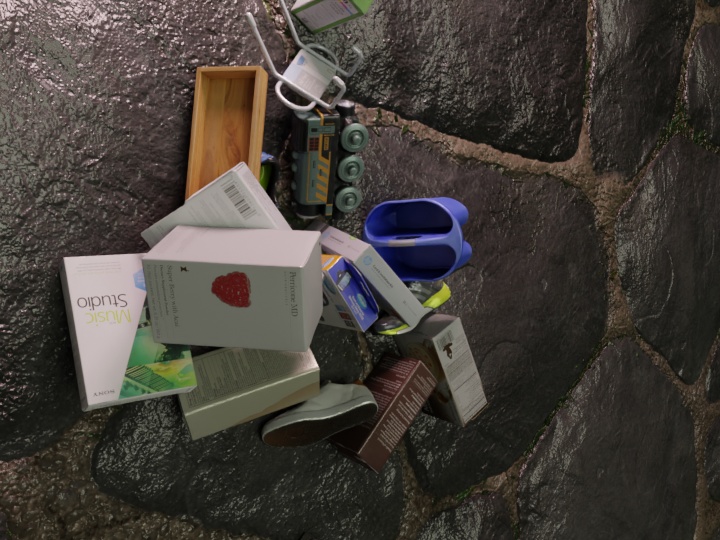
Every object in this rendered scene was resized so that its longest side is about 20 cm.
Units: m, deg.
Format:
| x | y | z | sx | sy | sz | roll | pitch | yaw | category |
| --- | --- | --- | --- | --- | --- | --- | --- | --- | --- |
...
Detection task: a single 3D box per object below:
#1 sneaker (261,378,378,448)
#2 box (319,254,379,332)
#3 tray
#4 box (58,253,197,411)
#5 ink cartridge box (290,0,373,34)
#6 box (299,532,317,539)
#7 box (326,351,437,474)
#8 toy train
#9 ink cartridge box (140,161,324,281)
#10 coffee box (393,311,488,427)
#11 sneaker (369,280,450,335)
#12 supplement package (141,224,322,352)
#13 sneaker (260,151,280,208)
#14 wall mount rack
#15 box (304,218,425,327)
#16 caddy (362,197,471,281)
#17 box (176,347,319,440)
| x | y | z | sx | sy | sz | roll | pitch | yaw | category |
| --- | --- | --- | --- | --- | --- | --- | --- | --- | --- |
| -0.076 | 0.239 | 1.107 | 0.200 | 0.085 | 0.073 | -13 | 130 | -17 | sneaker |
| -0.057 | 0.031 | 1.004 | 0.041 | 0.200 | 0.119 | -43 | 117 | -26 | box |
| -0.191 | -0.190 | 0.934 | 0.037 | 0.098 | 0.201 | 21 | 72 | -77 | tray |
| -0.310 | 0.075 | 0.869 | 0.144 | 0.036 | 0.200 | -5 | 73 | -37 | box |
| -0.014 | -0.437 | 0.989 | 0.059 | 0.200 | 0.104 | 38 | 73 | -32 | ink cartridge box |
| -0.115 | 0.558 | 1.098 | 0.200 | 0.068 | 0.082 | -50 | 121 | -23 | box |
| 0.040 | 0.250 | 1.164 | 0.200 | 0.100 | 0.075 | -50 | 121 | -22 | box |
| -0.056 | -0.172 | 1.039 | 0.114 | 0.085 | 0.200 | -5 | 123 | -20 | toy train |
| -0.176 | -0.022 | 0.909 | 0.200 | 0.173 | 0.044 | 55 | 21 | -17 | ink cartridge box |
| 0.152 | 0.184 | 1.235 | 0.080 | 0.114 | 0.200 | -34 | 115 | -30 | coffee box |
| 0.084 | 0.055 | 1.205 | 0.200 | 0.074 | 0.081 | -36 | 108 | -37 | sneaker |
| -0.156 | 0.020 | 0.835 | 0.120 | 0.199 | 0.122 | -73 | 164 | -65 | supplement package |
| -0.176 | -0.088 | 0.973 | 0.078 | 0.089 | 0.200 | 22 | 83 | -36 | sneaker |
| -0.090 | -0.335 | 0.986 | 0.174 | 0.075 | 0.200 | 31 | 43 | -11 | wall mount rack |
| 0.000 | 0.000 | 1.044 | 0.041 | 0.200 | 0.156 | -46 | 120 | -8 | box |
| 0.096 | -0.054 | 1.124 | 0.105 | 0.200 | 0.142 | -18 | 104 | -52 | caddy |
| -0.168 | 0.162 | 0.956 | 0.200 | 0.095 | 0.078 | -16 | 141 | -16 | box |
